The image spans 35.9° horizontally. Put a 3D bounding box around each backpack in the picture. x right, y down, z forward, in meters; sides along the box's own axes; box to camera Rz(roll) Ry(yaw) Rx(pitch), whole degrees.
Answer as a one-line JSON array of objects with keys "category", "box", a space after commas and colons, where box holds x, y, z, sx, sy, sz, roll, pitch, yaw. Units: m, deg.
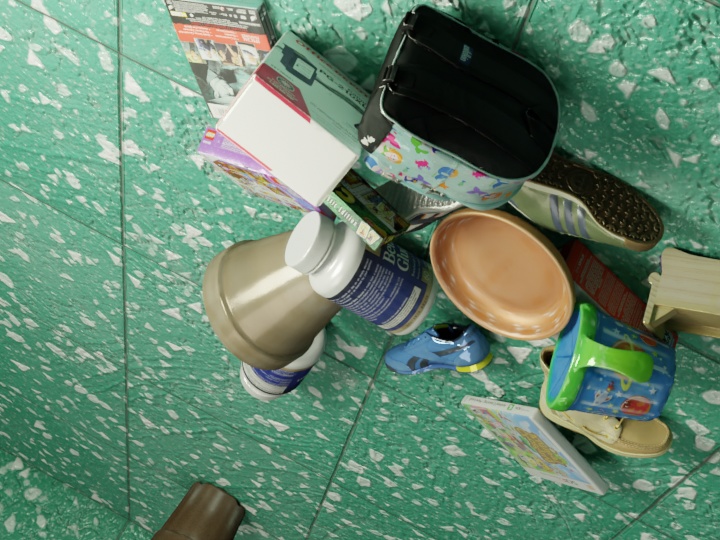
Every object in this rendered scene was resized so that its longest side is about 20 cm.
[{"category": "backpack", "box": [0.107, -0.161, 1.186, 0.198, 0.179, 0.151, 22, 152, -6]}]

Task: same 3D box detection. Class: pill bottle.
[{"category": "pill bottle", "box": [-0.136, 0.141, 1.862, 0.115, 0.116, 0.200, 32, 149, -3]}, {"category": "pill bottle", "box": [0.000, 0.000, 1.516, 0.199, 0.112, 0.111, 28, 152, -26]}]

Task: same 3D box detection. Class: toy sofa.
[{"category": "toy sofa", "box": [0.439, 0.043, 1.297, 0.198, 0.098, 0.083, 10, 167, 30]}]

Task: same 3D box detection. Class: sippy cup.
[{"category": "sippy cup", "box": [0.306, 0.120, 1.346, 0.129, 0.178, 0.141, 17, 118, 0]}]

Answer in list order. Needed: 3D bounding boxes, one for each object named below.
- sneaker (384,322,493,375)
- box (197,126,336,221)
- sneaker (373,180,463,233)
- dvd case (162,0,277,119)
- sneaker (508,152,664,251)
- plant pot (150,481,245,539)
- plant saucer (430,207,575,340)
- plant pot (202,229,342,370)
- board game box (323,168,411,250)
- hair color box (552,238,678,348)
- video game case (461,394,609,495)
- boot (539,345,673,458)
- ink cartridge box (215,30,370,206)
[{"category": "sneaker", "box": [0.107, 0.110, 1.673, 0.199, 0.066, 0.079, -7, 121, 44]}, {"category": "box", "box": [-0.114, -0.124, 1.470, 0.136, 0.039, 0.200, 19, 173, 18]}, {"category": "sneaker", "box": [0.085, -0.100, 1.389, 0.199, 0.079, 0.079, -20, 83, 31]}, {"category": "dvd case", "box": [-0.158, -0.263, 1.410, 0.145, 0.022, 0.201, 13, 143, 27]}, {"category": "sneaker", "box": [0.250, -0.074, 1.298, 0.199, 0.067, 0.090, 29, 156, 4]}, {"category": "plant pot", "box": [-0.387, 0.631, 2.669, 0.199, 0.199, 0.201, 21, 148, 14]}, {"category": "plant saucer", "box": [0.179, 0.000, 1.378, 0.199, 0.037, 0.201, 26, 143, 22]}, {"category": "plant pot", "box": [-0.101, 0.023, 1.627, 0.173, 0.201, 0.200, -30, 116, 35]}, {"category": "board game box", "box": [-0.032, -0.107, 1.335, 0.200, 0.105, 0.024, 43, 116, 7]}, {"category": "hair color box", "box": [0.300, 0.058, 1.435, 0.200, 0.064, 0.111, 42, 145, -15]}, {"category": "video game case", "box": [0.273, 0.274, 1.754, 0.200, 0.022, 0.182, 47, 159, -23]}, {"category": "boot", "box": [0.343, 0.181, 1.557, 0.199, 0.073, 0.156, 23, 152, 24]}, {"category": "ink cartridge box", "box": [-0.067, -0.180, 1.275, 0.144, 0.200, 0.084, 37, 114, -11]}]
